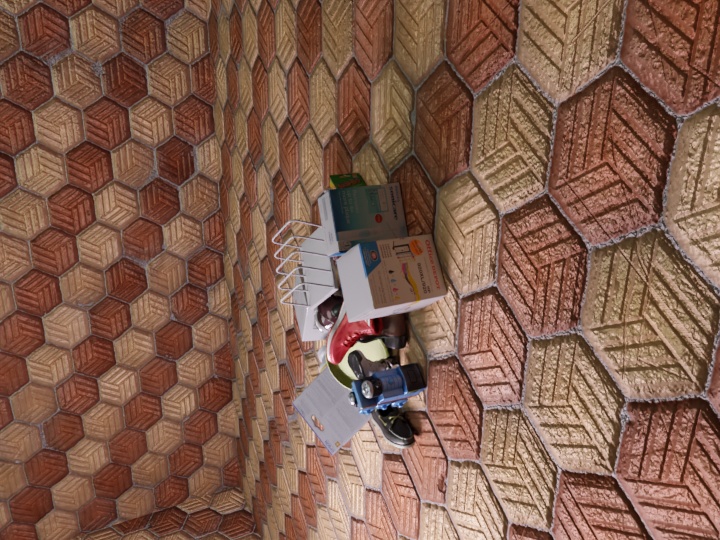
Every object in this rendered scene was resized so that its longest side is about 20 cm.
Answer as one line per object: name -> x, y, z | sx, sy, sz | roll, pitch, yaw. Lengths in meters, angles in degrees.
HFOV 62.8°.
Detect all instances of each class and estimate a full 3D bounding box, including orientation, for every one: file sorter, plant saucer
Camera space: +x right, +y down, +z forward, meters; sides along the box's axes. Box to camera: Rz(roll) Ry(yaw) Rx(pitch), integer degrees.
file sorter -> -0.162, -0.017, 1.646 | 0.138, 0.122, 0.206 | -37, 56, 43
plant saucer -> -0.004, 0.242, 1.651 | 0.193, 0.031, 0.207 | 7, 111, 18

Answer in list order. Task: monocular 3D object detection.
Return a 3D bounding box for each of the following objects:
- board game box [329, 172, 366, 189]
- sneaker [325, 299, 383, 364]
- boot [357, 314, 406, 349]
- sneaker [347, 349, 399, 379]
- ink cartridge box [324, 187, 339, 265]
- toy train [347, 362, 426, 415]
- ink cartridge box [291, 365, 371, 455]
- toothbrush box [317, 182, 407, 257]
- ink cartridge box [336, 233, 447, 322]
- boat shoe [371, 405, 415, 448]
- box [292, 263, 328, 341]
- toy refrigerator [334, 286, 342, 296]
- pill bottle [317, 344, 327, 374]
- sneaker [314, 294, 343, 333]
board game box -> -0.011, -0.190, 1.570 | 0.203, 0.093, 0.030 | 63, 149, 35
sneaker -> -0.014, 0.164, 1.494 | 0.114, 0.077, 0.206 | 28, 110, 34
boot -> 0.037, 0.087, 1.520 | 0.184, 0.068, 0.208 | 10, 110, 38
sneaker -> 0.038, 0.245, 1.547 | 0.075, 0.115, 0.203 | 36, 159, 39
ink cartridge box -> -0.079, -0.131, 1.696 | 0.174, 0.042, 0.208 | -49, -43, -73
toy train -> 0.063, 0.289, 1.452 | 0.115, 0.195, 0.089 | -49, 54, 44
ink cartridge box -> -0.069, 0.392, 1.721 | 0.197, 0.200, 0.043 | 48, -177, 14
toothbrush box -> 0.007, -0.123, 1.432 | 0.085, 0.194, 0.152 | -13, 85, 63
ink cartridge box -> 0.069, 0.017, 1.342 | 0.144, 0.194, 0.152 | -33, 69, 60
boat shoe -> 0.084, 0.406, 1.582 | 0.200, 0.070, 0.063 | 27, 122, 61
box -> -0.150, 0.100, 1.918 | 0.203, 0.103, 0.156 | -110, 25, -46
toy refrigerator -> -0.048, 0.156, 1.784 | 0.075, 0.069, 0.208 | -3, 94, 46
pill bottle -> -0.065, 0.331, 1.836 | 0.204, 0.109, 0.114 | 64, 150, 33
sneaker -> -0.082, 0.072, 1.720 | 0.112, 0.075, 0.207 | -18, 71, 22
